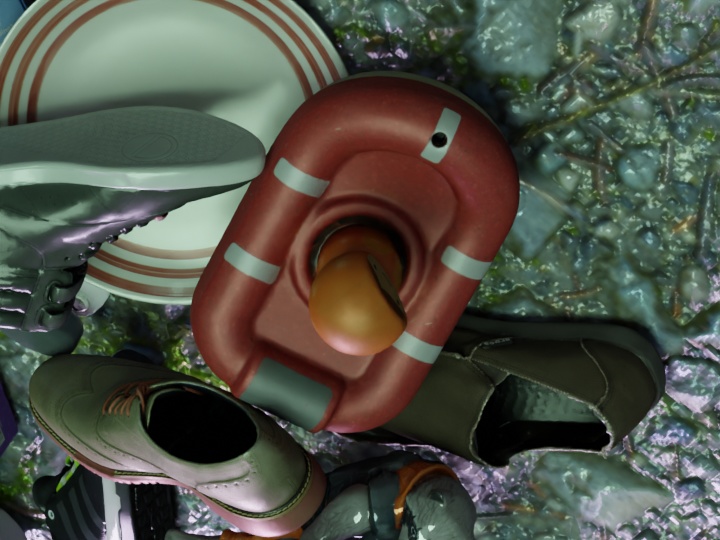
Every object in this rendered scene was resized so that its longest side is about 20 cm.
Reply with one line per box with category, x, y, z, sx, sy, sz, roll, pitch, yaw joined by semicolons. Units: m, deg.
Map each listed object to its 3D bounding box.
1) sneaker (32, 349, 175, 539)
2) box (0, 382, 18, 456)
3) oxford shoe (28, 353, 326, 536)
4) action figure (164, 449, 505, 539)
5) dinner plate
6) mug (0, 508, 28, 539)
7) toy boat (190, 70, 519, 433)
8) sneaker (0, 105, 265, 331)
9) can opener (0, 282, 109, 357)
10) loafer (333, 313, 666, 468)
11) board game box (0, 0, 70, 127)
sneaker;-0.157;0.131;1.639;0.083;0.072;0.201;13;126;16
box;-0.293;0.023;1.638;0.136;0.039;0.201;-1;123;23
oxford shoe;-0.107;0.075;1.502;0.200;0.071;0.075;16;153;34
action figure;-0.024;0.138;1.509;0.193;0.200;0.105;-6;95;39
dinner plate;-0.099;-0.075;1.478;0.199;0.024;0.201;1;115;2
mug;-0.274;0.200;1.658;0.147;0.176;0.200;-4;127;23
toy boat;0.000;0.000;1.422;0.130;0.131;0.200;25;108;-12
sneaker;-0.140;-0.024;1.458;0.199;0.071;0.100;-5;118;10
can opener;-0.216;-0.035;1.548;0.053;0.067;0.200;-29;116;34
loafer;0.060;0.066;1.507;0.199;0.071;0.073;-5;121;25
board game box;-0.232;-0.083;1.485;0.151;0.037;0.200;-30;115;-10
